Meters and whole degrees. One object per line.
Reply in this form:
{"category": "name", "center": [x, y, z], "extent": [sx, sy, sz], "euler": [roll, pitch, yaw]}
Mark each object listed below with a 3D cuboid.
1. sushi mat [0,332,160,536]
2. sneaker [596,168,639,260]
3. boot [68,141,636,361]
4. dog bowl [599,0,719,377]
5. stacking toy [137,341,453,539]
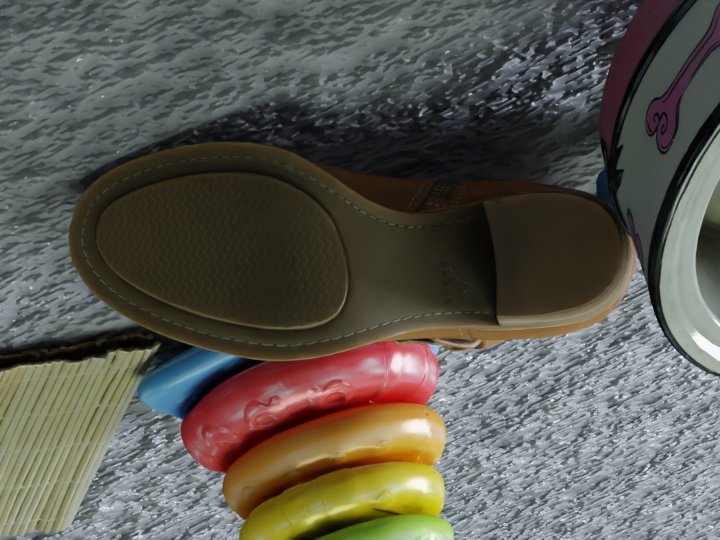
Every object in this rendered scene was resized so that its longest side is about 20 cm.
{"category": "sushi mat", "center": [-0.148, 0.077, 1.226], "extent": [0.095, 0.012, 0.200], "euler": [-9, 157, -22]}
{"category": "sneaker", "center": [0.166, -0.028, 1.157], "extent": [0.072, 0.072, 0.200], "euler": [10, -176, 39]}
{"category": "boot", "center": [0.000, 0.000, 1.073], "extent": [0.199, 0.074, 0.155], "euler": [5, 177, 2]}
{"category": "dog bowl", "center": [0.169, -0.057, 0.992], "extent": [0.200, 0.074, 0.200], "euler": [-19, 140, -17]}
{"category": "stacking toy", "center": [-0.001, 0.114, 1.171], "extent": [0.110, 0.201, 0.116], "euler": [-23, 160, 15]}
